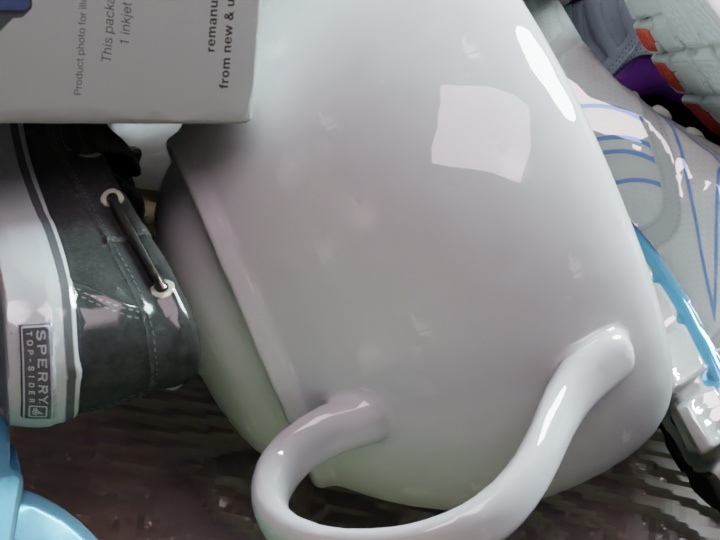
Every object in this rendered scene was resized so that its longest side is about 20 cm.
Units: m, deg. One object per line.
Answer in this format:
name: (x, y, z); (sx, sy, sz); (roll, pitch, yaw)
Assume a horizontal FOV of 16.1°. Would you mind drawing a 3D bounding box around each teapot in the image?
teapot: (0.000, 0.000, 0.798); (0.145, 0.200, 0.198); (-24, 81, -5)

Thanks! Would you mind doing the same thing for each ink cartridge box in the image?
ink cartridge box: (-0.139, -0.101, 0.749); (0.199, 0.088, 0.145); (1, 18, -18)

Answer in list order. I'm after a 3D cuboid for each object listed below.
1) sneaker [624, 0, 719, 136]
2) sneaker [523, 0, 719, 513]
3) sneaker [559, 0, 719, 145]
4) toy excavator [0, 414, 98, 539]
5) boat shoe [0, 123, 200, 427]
sneaker: (0.170, -0.067, 0.877); (0.200, 0.077, 0.082); (41, 84, -28)
sneaker: (0.111, -0.019, 0.862); (0.086, 0.075, 0.201); (-26, 69, -3)
sneaker: (0.163, -0.068, 0.939); (0.199, 0.074, 0.088); (3, 76, 0)
toy excavator: (-0.096, 0.139, 0.722); (0.199, 0.100, 0.195); (20, 57, -22)
boat shoe: (-0.092, -0.017, 0.784); (0.056, 0.069, 0.200); (-5, 33, -12)
